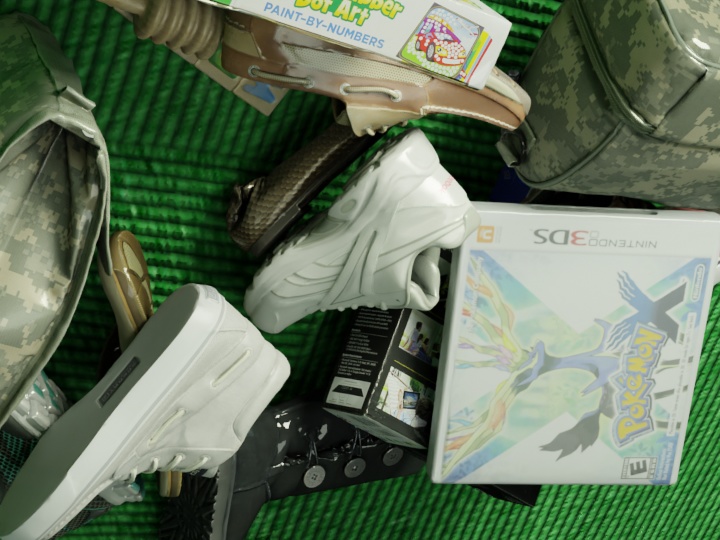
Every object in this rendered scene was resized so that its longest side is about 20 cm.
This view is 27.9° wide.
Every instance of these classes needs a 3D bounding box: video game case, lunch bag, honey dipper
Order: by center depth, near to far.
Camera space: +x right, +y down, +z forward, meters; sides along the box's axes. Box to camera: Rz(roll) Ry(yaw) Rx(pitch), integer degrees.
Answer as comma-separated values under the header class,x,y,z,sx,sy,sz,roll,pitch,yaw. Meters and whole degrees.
class,x,y,z,sx,sy,sz,roll,pitch,yaw
lunch bag,-0.208,-0.033,0.811,0.117,0.164,0.200,26,106,-31
honey dipper,-0.170,-0.169,0.823,0.199,0.038,0.038,17,111,-31
lunch bag,0.207,-0.112,0.944,0.199,0.140,0.168,7,137,-31
video game case,0.144,0.054,0.986,0.181,0.022,0.201,2,111,-11

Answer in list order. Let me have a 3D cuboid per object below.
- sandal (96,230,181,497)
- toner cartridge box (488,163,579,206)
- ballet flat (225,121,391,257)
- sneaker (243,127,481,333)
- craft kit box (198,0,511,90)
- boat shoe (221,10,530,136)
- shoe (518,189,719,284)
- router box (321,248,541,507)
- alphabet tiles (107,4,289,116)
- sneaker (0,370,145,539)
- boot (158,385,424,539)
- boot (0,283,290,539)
class,x,y,z,sx,sy,sz,roll,pitch,yaw
sandal,-0.155,0.064,0.964,0.054,0.080,0.201,-11,124,-2
toner cartridge box,0.177,-0.119,1.040,0.095,0.043,0.201,10,115,-32
ballet flat,-0.016,-0.092,0.953,0.046,0.067,0.200,45,95,4
sneaker,0.000,0.000,0.949,0.099,0.078,0.200,46,132,-4
craft kit box,-0.048,-0.173,0.775,0.197,0.200,0.049,15,111,-35
boat shoe,0.007,-0.120,0.880,0.199,0.076,0.072,19,107,-16
shoe,0.193,-0.027,1.033,0.199,0.072,0.091,-18,129,-15
router box,0.077,0.070,1.064,0.200,0.051,0.150,33,72,-39
alphabet tiles,-0.053,-0.212,0.881,0.167,0.008,0.200,32,102,-38
sneaker,-0.228,0.116,0.958,0.091,0.078,0.200,-36,128,2
boot,-0.044,0.157,1.083,0.199,0.066,0.165,-13,135,-37
boot,-0.130,0.110,0.903,0.200,0.074,0.096,-48,118,2
